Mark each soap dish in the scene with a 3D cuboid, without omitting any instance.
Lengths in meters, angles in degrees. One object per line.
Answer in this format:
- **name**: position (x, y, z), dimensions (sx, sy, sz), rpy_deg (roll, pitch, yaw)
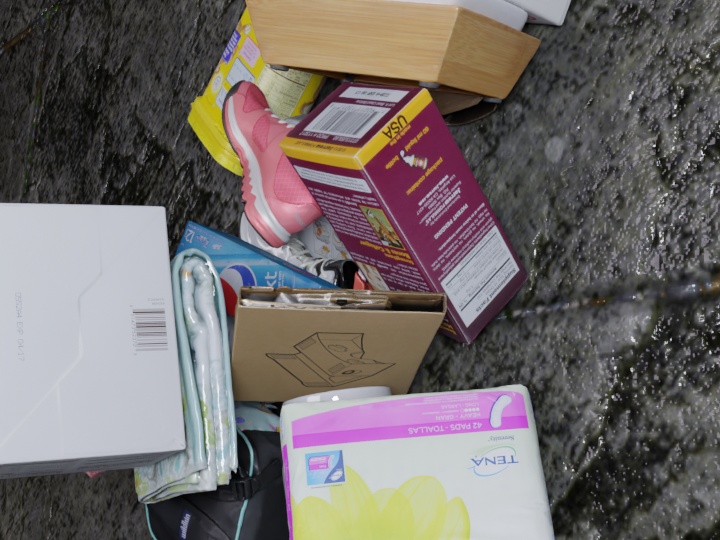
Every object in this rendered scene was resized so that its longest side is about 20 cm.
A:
- **soap dish**: position (0.026, -0.192, 0.933), dimensions (0.199, 0.157, 0.082), rpy_deg (12, 98, 31)

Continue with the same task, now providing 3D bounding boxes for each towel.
- **towel**: position (-0.164, 0.098, 0.985), dimensions (0.171, 0.048, 0.201), rpy_deg (-29, 64, 57)

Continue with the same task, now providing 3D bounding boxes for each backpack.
- **backpack**: position (-0.122, 0.209, 1.093), dimensions (0.200, 0.153, 0.177), rpy_deg (18, 101, 47)

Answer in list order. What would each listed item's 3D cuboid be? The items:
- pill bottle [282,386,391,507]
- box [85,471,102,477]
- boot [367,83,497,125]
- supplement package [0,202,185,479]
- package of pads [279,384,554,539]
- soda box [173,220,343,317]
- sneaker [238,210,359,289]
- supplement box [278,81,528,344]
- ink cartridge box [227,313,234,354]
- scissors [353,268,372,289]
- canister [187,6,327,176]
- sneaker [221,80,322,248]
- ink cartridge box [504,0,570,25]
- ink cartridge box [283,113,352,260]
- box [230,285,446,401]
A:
- **pill bottle**: position (-0.004, 0.204, 0.952), dimensions (0.114, 0.114, 0.201), rpy_deg (-22, 72, 48)
- **box**: position (-0.270, 0.088, 1.128), dimensions (0.102, 0.094, 0.201), rpy_deg (25, 128, 39)
- **boot**: position (0.053, -0.171, 1.056), dimensions (0.200, 0.073, 0.076), rpy_deg (-4, 82, 49)
- **supplement package**: position (-0.236, 0.058, 0.908), dimensions (0.111, 0.155, 0.201), rpy_deg (-32, 61, 59)
- **package of pads**: position (0.043, 0.175, 0.861), dimensions (0.068, 0.199, 0.155), rpy_deg (93, 171, -66)
- **soda box**: position (-0.092, 0.017, 1.058), dimensions (0.200, 0.068, 0.064), rpy_deg (24, 93, 42)
- **sneaker**: position (-0.044, -0.004, 1.118), dimensions (0.115, 0.075, 0.201), rpy_deg (-39, 65, 39)
- **supplement box**: position (0.038, -0.047, 0.920), dimensions (0.086, 0.200, 0.110), rpy_deg (-45, 33, -19)
- **ink cartridge box**: position (-0.175, 0.085, 1.184), dimensions (0.200, 0.175, 0.084), rpy_deg (-5, 76, 53)
- **scissors**: position (0.000, 0.000, 1.038), dimensions (0.073, 0.014, 0.201), rpy_deg (-9, 95, 15)
- **canister**: position (-0.100, -0.219, 1.255), dimensions (0.200, 0.086, 0.149), rpy_deg (-60, 40, 20)
- **sneaker**: position (-0.076, -0.116, 1.120), dimensions (0.087, 0.074, 0.201), rpy_deg (-25, 57, 13)
- **ink cartridge box**: position (0.070, -0.280, 0.953), dimensions (0.145, 0.199, 0.085), rpy_deg (23, 99, 53)
- **ink cartridge box**: position (-0.005, -0.056, 1.118), dimensions (0.200, 0.043, 0.174), rpy_deg (23, 122, 53)
- **box**: position (-0.026, 0.066, 0.942), dimensions (0.200, 0.163, 0.021), rpy_deg (108, 162, -61)
